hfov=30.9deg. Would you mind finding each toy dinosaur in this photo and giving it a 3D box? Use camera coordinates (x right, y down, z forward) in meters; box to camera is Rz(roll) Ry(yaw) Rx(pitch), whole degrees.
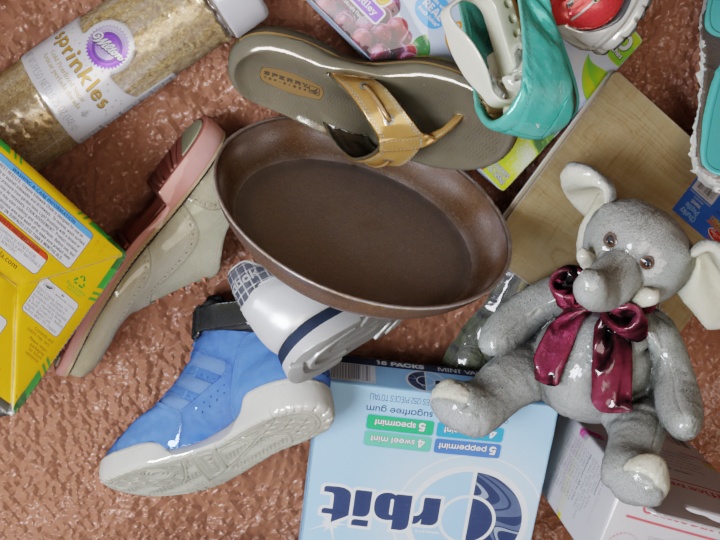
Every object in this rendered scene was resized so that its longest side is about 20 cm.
[{"bbox_3d":[0.109,0.050,0.956,0.087,0.047,0.201,25,97,-11],"label":"toy dinosaur"}]

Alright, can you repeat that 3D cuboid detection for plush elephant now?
[{"bbox_3d":[0.165,0.026,0.850,0.200,0.164,0.156,-40,144,-42],"label":"plush elephant"}]

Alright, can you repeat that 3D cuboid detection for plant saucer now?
[{"bbox_3d":[0.000,-0.032,0.834,0.198,0.201,0.032,9,127,-14],"label":"plant saucer"}]

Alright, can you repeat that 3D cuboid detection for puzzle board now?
[{"bbox_3d":[0.194,-0.031,0.939,0.199,0.017,0.151,32,97,-34],"label":"puzzle board"}]

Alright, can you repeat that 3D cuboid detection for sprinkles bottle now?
[{"bbox_3d":[-0.156,-0.135,0.828,0.199,0.068,0.069,-35,111,1],"label":"sprinkles bottle"}]

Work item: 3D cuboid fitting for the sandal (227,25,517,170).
[{"bbox_3d":[0.003,-0.101,0.839,0.198,0.054,0.081,16,138,6],"label":"sandal"}]

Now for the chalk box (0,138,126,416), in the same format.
[{"bbox_3d":[-0.258,0.010,0.806,0.124,0.199,0.124,43,62,-22],"label":"chalk box"}]

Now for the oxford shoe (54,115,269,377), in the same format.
[{"bbox_3d":[-0.133,-0.002,0.874,0.074,0.071,0.201,34,98,-22],"label":"oxford shoe"}]

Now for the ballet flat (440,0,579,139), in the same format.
[{"bbox_3d":[0.075,-0.175,0.777,0.070,0.067,0.202,-14,88,-36],"label":"ballet flat"}]

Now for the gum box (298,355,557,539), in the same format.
[{"bbox_3d":[0.043,0.167,0.949,0.168,0.045,0.202,7,114,-3],"label":"gum box"}]

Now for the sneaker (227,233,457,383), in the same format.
[{"bbox_3d":[0.000,0.000,0.868,0.081,0.199,0.077,47,127,16],"label":"sneaker"}]

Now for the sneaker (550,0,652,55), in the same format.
[{"bbox_3d":[0.153,-0.240,0.823,0.084,0.077,0.202,19,74,-23],"label":"sneaker"}]

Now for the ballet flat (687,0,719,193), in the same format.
[{"bbox_3d":[0.269,-0.148,0.913,0.071,0.072,0.202,16,85,-16],"label":"ballet flat"}]

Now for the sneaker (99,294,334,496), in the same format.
[{"bbox_3d":[-0.105,0.081,0.911,0.199,0.112,0.076,-28,145,32],"label":"sneaker"}]

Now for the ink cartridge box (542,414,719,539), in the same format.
[{"bbox_3d":[0.202,0.164,0.926,0.114,0.200,0.068,17,104,-16],"label":"ink cartridge box"}]

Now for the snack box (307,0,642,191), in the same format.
[{"bbox_3d":[0.071,-0.174,0.871,0.200,0.053,0.142,42,94,-20],"label":"snack box"}]
